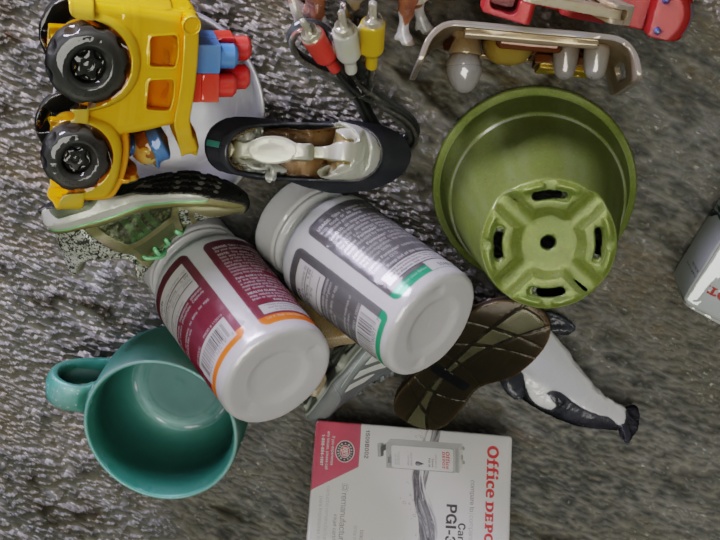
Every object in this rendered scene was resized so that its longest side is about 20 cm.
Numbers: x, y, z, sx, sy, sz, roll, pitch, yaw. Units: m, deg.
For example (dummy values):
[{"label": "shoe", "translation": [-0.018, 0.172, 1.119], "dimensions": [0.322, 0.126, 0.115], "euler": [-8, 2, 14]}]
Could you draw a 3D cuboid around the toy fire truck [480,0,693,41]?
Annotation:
[{"label": "toy fire truck", "translation": [0.209, -0.245, 1.644], "dimensions": [0.199, 0.141, 0.049], "euler": [13, 109, -3]}]

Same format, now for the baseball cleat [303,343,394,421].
[{"label": "baseball cleat", "translation": [0.031, 0.089, 1.799], "dimensions": [0.106, 0.070, 0.200], "euler": [35, 107, -10]}]

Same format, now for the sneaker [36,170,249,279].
[{"label": "sneaker", "translation": [-0.196, -0.039, 1.693], "dimensions": [0.199, 0.077, 0.089], "euler": [-6, 110, 12]}]

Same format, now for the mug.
[{"label": "mug", "translation": [-0.195, 0.120, 1.786], "dimensions": [0.152, 0.114, 0.185], "euler": [-39, 102, 21]}]

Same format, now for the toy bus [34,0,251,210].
[{"label": "toy bus", "translation": [-0.194, -0.158, 1.633], "dimensions": [0.191, 0.136, 0.201], "euler": [2, 111, -16]}]

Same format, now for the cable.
[{"label": "cable", "translation": [-0.007, -0.171, 1.683], "dimensions": [0.097, 0.050, 0.200], "euler": [-10, 135, 12]}]

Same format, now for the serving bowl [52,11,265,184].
[{"label": "serving bowl", "translation": [-0.188, -0.158, 1.722], "dimensions": [0.199, 0.066, 0.201], "euler": [0, 109, 1]}]

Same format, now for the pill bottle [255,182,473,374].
[{"label": "pill bottle", "translation": [0.000, 0.000, 1.700], "dimensions": [0.200, 0.113, 0.113], "euler": [38, 111, 33]}]

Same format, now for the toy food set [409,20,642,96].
[{"label": "toy food set", "translation": [0.148, -0.182, 1.660], "dimensions": [0.199, 0.144, 0.061], "euler": [6, 89, -1]}]

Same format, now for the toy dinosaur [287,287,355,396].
[{"label": "toy dinosaur", "translation": [-0.056, 0.067, 1.756], "dimensions": [0.200, 0.058, 0.101], "euler": [11, 85, 22]}]

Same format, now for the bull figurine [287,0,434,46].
[{"label": "bull figurine", "translation": [0.019, -0.271, 1.679], "dimensions": [0.199, 0.065, 0.122], "euler": [1, 115, 6]}]

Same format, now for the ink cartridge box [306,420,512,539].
[{"label": "ink cartridge box", "translation": [0.049, 0.233, 1.802], "dimensions": [0.199, 0.147, 0.083], "euler": [4, 154, 0]}]

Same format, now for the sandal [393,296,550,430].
[{"label": "sandal", "translation": [0.105, 0.083, 1.750], "dimensions": [0.082, 0.055, 0.200], "euler": [34, 129, -9]}]

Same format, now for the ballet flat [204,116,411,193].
[{"label": "ballet flat", "translation": [-0.043, -0.107, 1.676], "dimensions": [0.199, 0.073, 0.073], "euler": [3, 109, -15]}]

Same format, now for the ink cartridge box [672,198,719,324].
[{"label": "ink cartridge box", "translation": [0.413, -0.031, 1.742], "dimensions": [0.146, 0.083, 0.200], "euler": [28, 106, -8]}]

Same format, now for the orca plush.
[{"label": "orca plush", "translation": [0.186, 0.104, 1.818], "dimensions": [0.200, 0.071, 0.105], "euler": [25, 63, -11]}]

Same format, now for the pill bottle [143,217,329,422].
[{"label": "pill bottle", "translation": [-0.123, 0.039, 1.709], "dimensions": [0.114, 0.200, 0.114], "euler": [-21, 136, -21]}]

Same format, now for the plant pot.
[{"label": "plant pot", "translation": [0.168, -0.051, 1.686], "dimensions": [0.199, 0.190, 0.201], "euler": [0, 109, 1]}]
